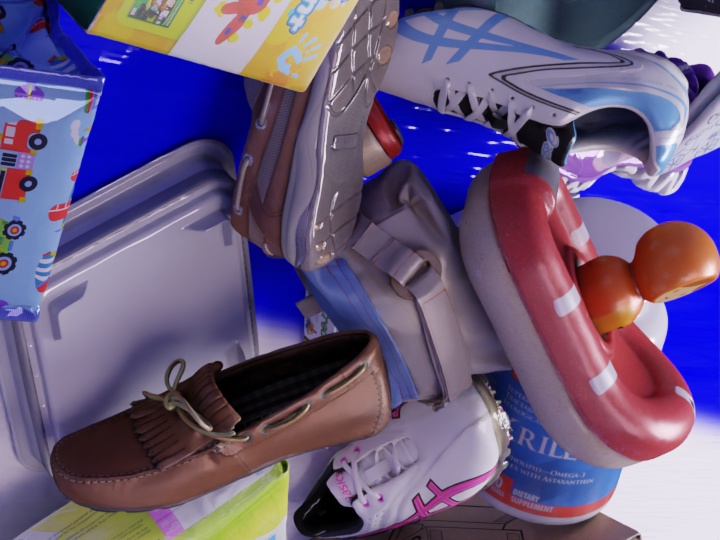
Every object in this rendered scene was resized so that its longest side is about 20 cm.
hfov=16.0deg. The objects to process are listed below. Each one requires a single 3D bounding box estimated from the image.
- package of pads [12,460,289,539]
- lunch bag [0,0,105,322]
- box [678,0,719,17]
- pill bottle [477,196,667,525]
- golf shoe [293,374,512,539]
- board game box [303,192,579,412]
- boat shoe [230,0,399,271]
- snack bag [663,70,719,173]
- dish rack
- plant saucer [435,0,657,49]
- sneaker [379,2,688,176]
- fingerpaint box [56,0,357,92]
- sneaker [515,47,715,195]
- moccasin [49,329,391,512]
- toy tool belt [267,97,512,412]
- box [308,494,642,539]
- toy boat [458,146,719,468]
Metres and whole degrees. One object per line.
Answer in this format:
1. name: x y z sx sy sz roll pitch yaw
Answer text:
1. package of pads: -0.136 0.180 1.578 0.199 0.068 0.155 -33 157 -19
2. lunch bag: -0.246 -0.059 1.258 0.199 0.094 0.151 -1 128 -30
3. box: 0.242 -0.260 1.451 0.160 0.044 0.202 -25 119 -40
4. pill bottle: 0.135 0.057 1.658 0.112 0.112 0.201 -17 134 -34
5. golf shoe: 0.028 0.131 1.660 0.092 0.073 0.200 -21 165 -34
6. board game box: 0.051 0.024 1.667 0.199 0.035 0.127 -25 139 -27
7. boat shoe: -0.032 -0.103 1.421 0.076 0.071 0.202 1 104 -63
8. snack bag: 0.281 -0.140 1.557 0.199 0.021 0.189 -27 165 -34
9. dish rack: -0.128 0.033 1.487 0.171 0.044 0.201 -30 143 -22
10. plant saucer: 0.133 -0.191 1.510 0.199 0.027 0.201 -28 144 -22
11. sneaker: 0.090 -0.102 1.471 0.072 0.198 0.073 97 4 -60
12. fingerpaint box: -0.052 -0.206 1.303 0.166 0.073 0.201 10 118 -49
13. sneaker: 0.164 -0.102 1.605 0.088 0.081 0.199 -41 156 32
14. moccasin: -0.081 0.082 1.461 0.200 0.074 0.078 -14 131 -1
15. toy tool belt: 0.000 0.000 1.512 0.122 0.125 0.201 -30 119 5
16. box: 0.068 0.188 1.713 0.163 0.200 0.021 -26 116 -24
17. toy boat: 0.149 0.014 1.499 0.130 0.131 0.201 -22 109 17
